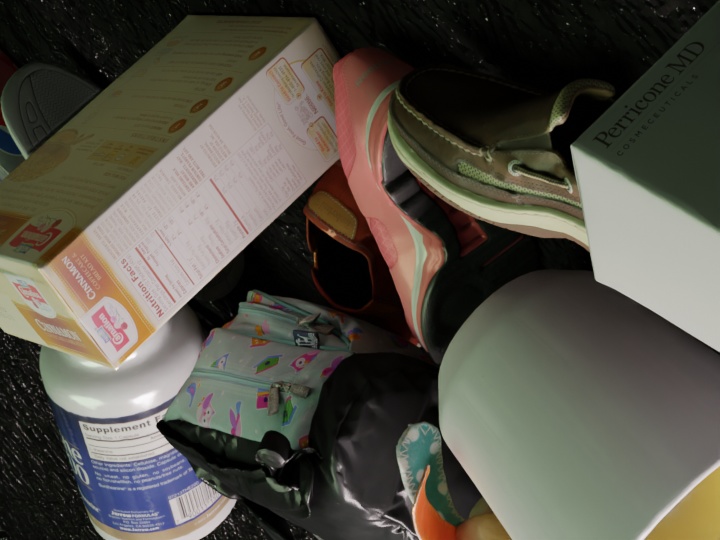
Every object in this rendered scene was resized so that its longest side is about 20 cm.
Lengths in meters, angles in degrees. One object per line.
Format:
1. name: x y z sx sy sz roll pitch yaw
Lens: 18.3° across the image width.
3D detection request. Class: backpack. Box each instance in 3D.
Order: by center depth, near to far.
1. backpack: -0.016 0.091 1.252 0.199 0.127 0.167 14 154 52

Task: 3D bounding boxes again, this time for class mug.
1. mug: 0.113 0.092 1.095 0.153 0.149 0.187 45 142 28

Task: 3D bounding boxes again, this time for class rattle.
1. rattle: 0.055 0.175 1.161 0.199 0.131 0.143 22 137 -39

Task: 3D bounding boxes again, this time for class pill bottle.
1. pill bottle: -0.150 0.082 1.488 0.111 0.111 0.201 30 145 39

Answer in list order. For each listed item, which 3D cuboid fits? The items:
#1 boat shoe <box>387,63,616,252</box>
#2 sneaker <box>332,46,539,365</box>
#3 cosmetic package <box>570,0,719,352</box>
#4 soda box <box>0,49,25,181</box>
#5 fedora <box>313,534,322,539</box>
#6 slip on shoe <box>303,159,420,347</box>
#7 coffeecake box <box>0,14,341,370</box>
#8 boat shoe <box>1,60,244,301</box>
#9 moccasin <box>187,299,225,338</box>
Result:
1. boat shoe: 0.095 -0.055 0.973 0.201 0.075 0.075 28 140 30
2. sneaker: 0.034 -0.037 1.149 0.087 0.073 0.201 48 162 42
3. cosmetic package: 0.185 -0.008 0.802 0.199 0.108 0.085 32 156 32
4. soda box: -0.225 -0.071 1.608 0.200 0.063 0.070 46 160 5
5. fedora: -0.006 0.113 1.467 0.176 0.090 0.201 35 160 33
6. slip on shoe: 0.000 0.000 1.277 0.074 0.061 0.200 37 160 21
7. coffeecake box: -0.111 -0.048 1.203 0.073 0.200 0.153 55 159 -24
8. boat shoe: -0.163 -0.055 1.498 0.202 0.075 0.065 42 163 -12
9. moccasin: -0.124 0.070 1.606 0.074 0.078 0.201 51 -176 36
